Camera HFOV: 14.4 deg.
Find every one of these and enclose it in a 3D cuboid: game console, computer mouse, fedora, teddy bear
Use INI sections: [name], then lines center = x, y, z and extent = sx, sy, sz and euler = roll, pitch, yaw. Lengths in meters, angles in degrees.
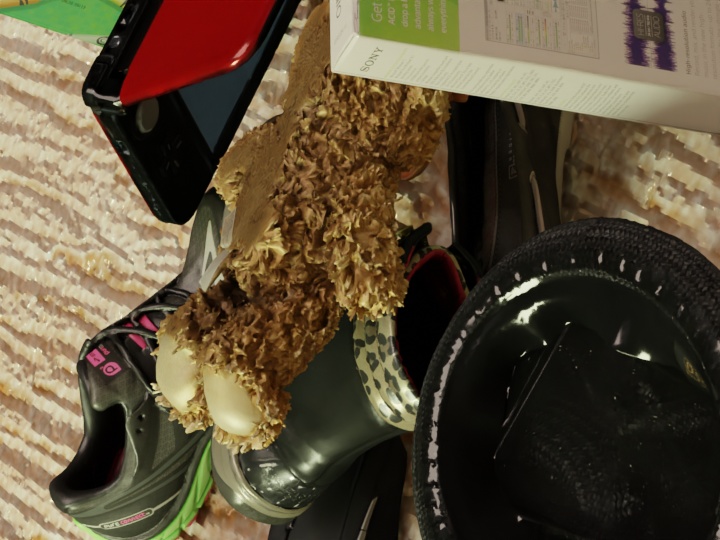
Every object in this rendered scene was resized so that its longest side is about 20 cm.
[game console]
center = -0.039, -0.136, 1.384
extent = 0.118, 0.173, 0.200
euler = 11, 61, 26
[computer mouse]
center = -0.032, 0.107, 1.356
extent = 0.140, 0.046, 0.201
euler = -6, 71, 52
[fedora]
center = 0.113, 0.078, 1.124
extent = 0.200, 0.091, 0.201
euler = -18, 65, 44
[teddy bear]
center = -0.022, -0.014, 1.206
extent = 0.145, 0.067, 0.201
euler = -15, 52, 59

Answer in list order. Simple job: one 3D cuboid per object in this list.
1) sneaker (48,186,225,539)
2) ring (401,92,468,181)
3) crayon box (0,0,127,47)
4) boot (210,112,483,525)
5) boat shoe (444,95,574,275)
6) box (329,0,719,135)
[sneaker]
center = -0.098, 0.048, 1.442
extent = 0.077, 0.084, 0.201
euler = 28, 98, 55
[ring]
center = 0.030, -0.141, 1.291
extent = 0.200, 0.019, 0.201
euler = -179, 90, -80
[crayon box]
center = -0.145, -0.177, 1.506
extent = 0.058, 0.199, 0.119
euler = -53, 39, 28
[boot]
center = 0.001, 0.001, 1.279
extent = 0.154, 0.073, 0.204
euler = -30, 47, 51
[boat shoe]
center = 0.061, -0.017, 1.272
extent = 0.067, 0.057, 0.201
euler = -28, 54, 46
[box]
center = 0.083, -0.135, 1.172
extent = 0.036, 0.199, 0.145
euler = 130, 144, -56
